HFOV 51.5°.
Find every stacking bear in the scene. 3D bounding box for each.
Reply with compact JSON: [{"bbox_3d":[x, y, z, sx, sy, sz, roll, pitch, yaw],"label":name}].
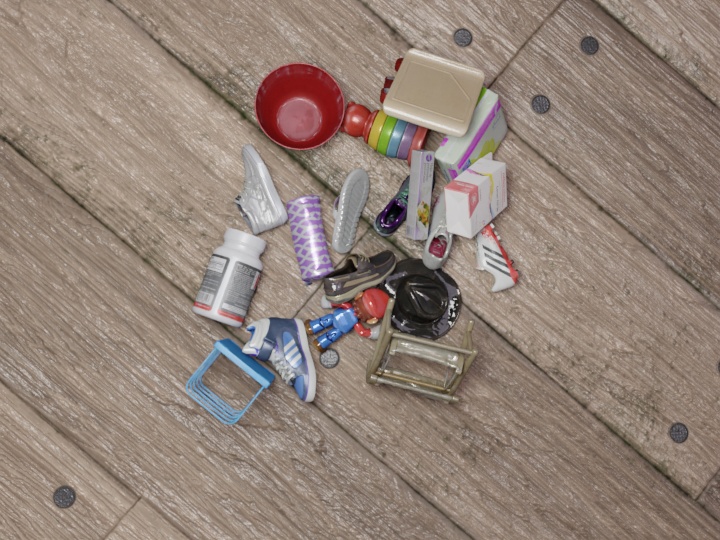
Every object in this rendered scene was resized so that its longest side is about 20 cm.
[{"bbox_3d":[0.052,-0.323,1.722,0.200,0.114,0.122,21,101,6],"label":"stacking bear"}]

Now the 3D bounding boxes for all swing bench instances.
[{"bbox_3d":[0.129,0.194,1.624,0.198,0.130,0.200,14,121,-4],"label":"swing bench"}]

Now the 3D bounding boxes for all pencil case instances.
[{"bbox_3d":[-0.109,-0.072,1.695,0.085,0.084,0.201,-9,86,-44],"label":"pencil case"}]

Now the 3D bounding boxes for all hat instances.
[{"bbox_3d":[0.139,0.064,1.702,0.200,0.081,0.201,0,85,-4],"label":"hat"}]

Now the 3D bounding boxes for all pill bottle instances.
[{"bbox_3d":[-0.284,0.016,1.650,0.116,0.116,0.200,20,83,-3],"label":"pill bottle"}]

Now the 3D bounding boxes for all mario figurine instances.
[{"bbox_3d":[-0.021,0.108,1.699,0.200,0.106,0.124,-27,125,2],"label":"mario figurine"}]

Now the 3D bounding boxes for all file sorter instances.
[{"bbox_3d":[-0.276,0.236,1.587,0.139,0.200,0.123,38,84,-1],"label":"file sorter"}]

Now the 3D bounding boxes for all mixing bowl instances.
[{"bbox_3d":[-0.140,-0.359,1.706,0.200,0.108,0.201,1,83,-5],"label":"mixing bowl"}]

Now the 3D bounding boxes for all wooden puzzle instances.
[{"bbox_3d":[0.160,-0.381,1.610,0.185,0.037,0.200,19,58,5],"label":"wooden puzzle"}]

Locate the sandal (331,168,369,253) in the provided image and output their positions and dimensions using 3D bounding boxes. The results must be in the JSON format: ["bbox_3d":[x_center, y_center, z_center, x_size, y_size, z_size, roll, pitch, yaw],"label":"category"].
[{"bbox_3d":[-0.036,-0.141,1.720,0.050,0.082,0.203,11,83,39],"label":"sandal"}]

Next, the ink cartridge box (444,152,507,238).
[{"bbox_3d":[0.272,-0.174,1.682,0.067,0.117,0.200,18,43,35],"label":"ink cartridge box"}]

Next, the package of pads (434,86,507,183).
[{"bbox_3d":[0.258,-0.296,1.715,0.068,0.155,0.200,30,82,27],"label":"package of pads"}]

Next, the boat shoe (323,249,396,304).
[{"bbox_3d":[0.000,0.000,1.670,0.200,0.074,0.073,-34,120,-30],"label":"boat shoe"}]

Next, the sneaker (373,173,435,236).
[{"bbox_3d":[0.111,-0.162,1.719,0.074,0.088,0.200,38,82,-1],"label":"sneaker"}]

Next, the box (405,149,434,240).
[{"bbox_3d":[0.133,-0.169,1.672,0.039,0.041,0.201,-6,107,-31],"label":"box"}]

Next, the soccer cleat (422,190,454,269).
[{"bbox_3d":[0.194,-0.098,1.715,0.070,0.086,0.200,16,75,-3],"label":"soccer cleat"}]

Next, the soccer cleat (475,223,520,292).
[{"bbox_3d":[0.293,-0.045,1.737,0.085,0.069,0.200,-30,86,7],"label":"soccer cleat"}]

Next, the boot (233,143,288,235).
[{"bbox_3d":[-0.247,-0.182,1.694,0.095,0.074,0.200,-26,88,-14],"label":"boot"}]

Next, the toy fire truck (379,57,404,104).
[{"bbox_3d":[0.143,-0.394,1.692,0.199,0.168,0.112,11,122,-4],"label":"toy fire truck"}]

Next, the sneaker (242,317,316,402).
[{"bbox_3d":[-0.185,0.197,1.632,0.146,0.081,0.200,-3,65,-23],"label":"sneaker"}]
